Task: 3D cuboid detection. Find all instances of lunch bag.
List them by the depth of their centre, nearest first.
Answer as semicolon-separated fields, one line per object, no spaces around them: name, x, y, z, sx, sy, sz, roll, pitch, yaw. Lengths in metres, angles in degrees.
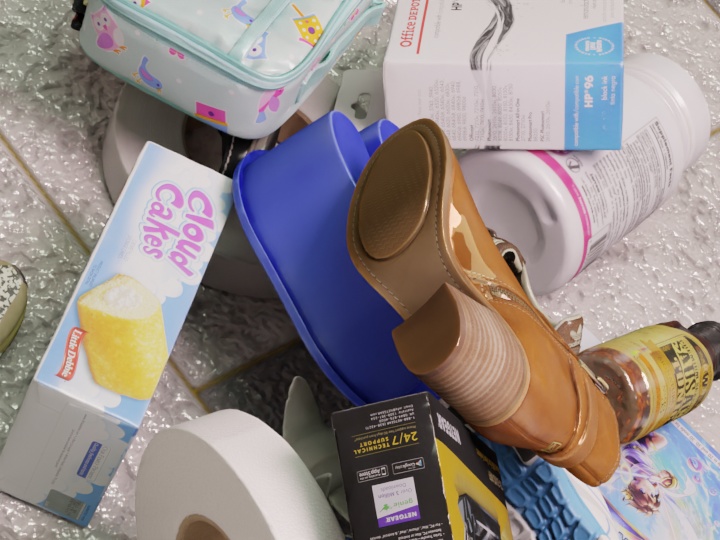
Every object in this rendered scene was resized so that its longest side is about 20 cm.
lunch bag;-0.071;-0.183;1.269;0.159;0.077;0.200;28;50;7

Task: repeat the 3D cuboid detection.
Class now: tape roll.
tape roll;-0.057;0.175;1.042;0.037;0.203;0.204;-16;62;-29
tape roll;-0.075;-0.071;1.353;0.201;0.037;0.204;13;49;-15

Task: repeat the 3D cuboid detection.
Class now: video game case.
video game case;0.152;0.149;1.279;0.200;0.046;0.181;43;49;11

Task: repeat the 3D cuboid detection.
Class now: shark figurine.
shark figurine;-0.032;0.109;1.134;0.127;0.090;0.214;3;10;17

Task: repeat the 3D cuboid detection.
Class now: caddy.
caddy;0.000;0.000;1.205;0.141;0.105;0.201;2;55;-61

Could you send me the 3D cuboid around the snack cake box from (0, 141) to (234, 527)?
snack cake box;-0.145;0.036;1.181;0.067;0.115;0.201;24;48;-6

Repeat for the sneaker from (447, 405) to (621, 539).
sneaker;0.128;0.156;1.191;0.086;0.075;0.201;-6;66;-60

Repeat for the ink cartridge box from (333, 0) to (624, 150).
ink cartridge box;0.079;-0.138;1.350;0.198;0.068;0.116;1;32;6

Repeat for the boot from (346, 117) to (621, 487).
boot;0.075;0.018;1.100;0.155;0.077;0.201;35;23;-38

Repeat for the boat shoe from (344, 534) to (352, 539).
boat shoe;0.048;0.218;1.153;0.199;0.073;0.072;27;50;4

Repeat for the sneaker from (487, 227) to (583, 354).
sneaker;0.069;-0.004;1.284;0.200;0.076;0.070;46;34;19

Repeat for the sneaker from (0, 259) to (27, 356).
sneaker;-0.271;0.030;1.142;0.199;0.089;0.077;-25;67;-38

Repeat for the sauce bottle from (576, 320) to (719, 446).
sauce bottle;0.190;0.065;1.276;0.066;0.066;0.199;47;30;15

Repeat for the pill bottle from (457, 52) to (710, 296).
pill bottle;0.159;-0.074;1.414;0.113;0.114;0.200;44;48;12

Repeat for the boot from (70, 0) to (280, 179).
boot;-0.121;-0.138;1.315;0.152;0.074;0.205;15;49;-8

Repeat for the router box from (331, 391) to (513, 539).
router box;0.045;0.159;1.018;0.052;0.200;0.159;-13;74;10
